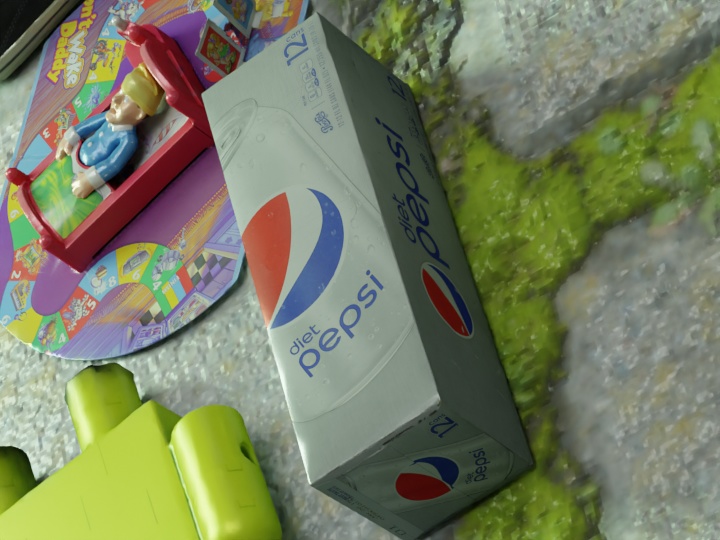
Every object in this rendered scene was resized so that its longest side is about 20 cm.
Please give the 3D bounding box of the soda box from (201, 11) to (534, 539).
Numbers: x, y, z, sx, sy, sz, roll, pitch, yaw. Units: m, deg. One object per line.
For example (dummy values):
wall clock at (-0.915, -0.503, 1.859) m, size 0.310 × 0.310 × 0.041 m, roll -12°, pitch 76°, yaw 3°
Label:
soda box at (0.000, 0.000, 1.078) m, size 0.063 × 0.068 × 0.201 m, roll -33°, pitch 50°, yaw 20°

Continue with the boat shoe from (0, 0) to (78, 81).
boat shoe at (-0.140, -0.175, 1.293) m, size 0.200 × 0.062 × 0.075 m, roll -49°, pitch 44°, yaw 5°

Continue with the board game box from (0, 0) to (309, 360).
board game box at (-0.108, -0.061, 1.217) m, size 0.157 × 0.039 × 0.201 m, roll -2°, pitch 65°, yaw 38°

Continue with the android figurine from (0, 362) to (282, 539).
android figurine at (-0.105, 0.135, 1.108) m, size 0.182 × 0.041 × 0.201 m, roll -36°, pitch 47°, yaw 18°
